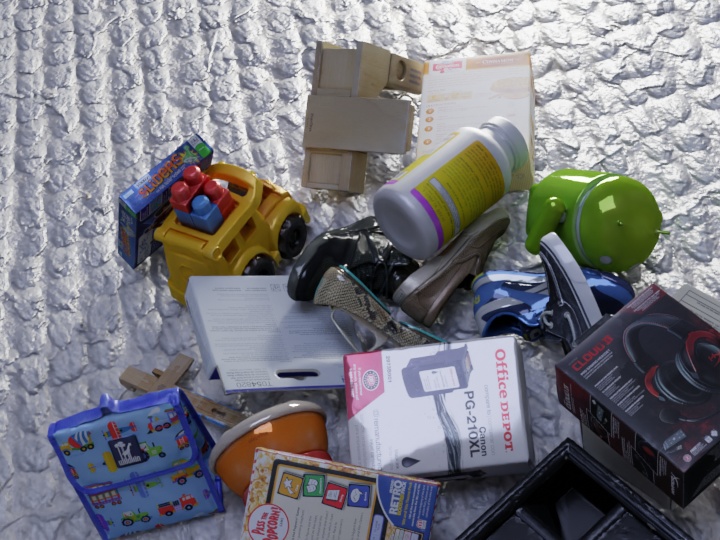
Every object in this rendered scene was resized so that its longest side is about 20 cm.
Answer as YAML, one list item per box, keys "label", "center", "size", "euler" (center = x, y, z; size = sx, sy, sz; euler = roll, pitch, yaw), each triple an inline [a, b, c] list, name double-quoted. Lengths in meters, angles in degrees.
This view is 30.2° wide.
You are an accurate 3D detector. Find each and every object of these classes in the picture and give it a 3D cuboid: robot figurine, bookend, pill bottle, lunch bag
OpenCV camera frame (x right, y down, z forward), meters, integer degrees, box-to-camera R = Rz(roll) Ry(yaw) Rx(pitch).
- label: "robot figurine"
  center: [0.280, -0.061, 1.608]
  size: [0.174, 0.117, 0.199]
  euler: [5, 5, -30]
- label: "bookend"
  center: [0.215, 0.310, 1.349]
  size: [0.199, 0.093, 0.198]
  euler: [-38, 51, -17]
- label: "pill bottle"
  center: [0.117, -0.108, 1.654]
  size: [0.199, 0.105, 0.104]
  euler: [-38, 51, -24]
- label: "lunch bag"
  center: [-0.252, 0.200, 1.498]
  size: [0.149, 0.201, 0.095]
  euler: [-14, 47, 3]

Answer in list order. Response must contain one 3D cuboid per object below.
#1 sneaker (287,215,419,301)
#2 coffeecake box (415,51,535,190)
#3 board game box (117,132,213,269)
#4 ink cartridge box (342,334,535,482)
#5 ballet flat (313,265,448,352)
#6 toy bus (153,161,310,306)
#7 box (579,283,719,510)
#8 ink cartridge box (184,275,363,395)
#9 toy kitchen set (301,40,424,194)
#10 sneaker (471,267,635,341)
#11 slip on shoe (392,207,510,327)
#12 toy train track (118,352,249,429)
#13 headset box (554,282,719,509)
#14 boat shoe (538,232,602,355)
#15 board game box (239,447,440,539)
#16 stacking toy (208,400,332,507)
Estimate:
- label: "sneaker"
  center: [0.000, 0.000, 1.659]
  size: [0.114, 0.077, 0.199]
  euler: [31, 33, 27]
- label: "coffeecake box"
  center: [0.161, -0.202, 1.823]
  size: [0.152, 0.073, 0.201]
  euler: [-4, 49, 12]
- label: "board game box"
  center: [-0.260, -0.088, 1.761]
  size: [0.034, 0.200, 0.135]
  euler: [44, 68, 7]
- label: "ink cartridge box"
  center: [0.088, 0.159, 1.490]
  size: [0.198, 0.084, 0.146]
  euler: [-8, 73, 8]
- label: "ballet flat"
  center: [0.029, 0.076, 1.593]
  size: [0.199, 0.068, 0.076]
  euler: [35, 83, -4]
- label: "toy bus"
  center: [-0.173, -0.070, 1.721]
  size: [0.135, 0.193, 0.201]
  euler: [17, 54, 29]
- label: "box"
  center: [0.348, 0.136, 1.453]
  size: [0.127, 0.109, 0.200]
  euler: [33, 65, 33]
- label: "ink cartridge box"
  center: [-0.098, 0.085, 1.611]
  size: [0.197, 0.041, 0.201]
  euler: [0, 41, -22]
- label: "toy kitchen set"
  center: [0.039, -0.202, 1.850]
  size: [0.162, 0.180, 0.202]
  euler: [7, 91, 32]
- label: "sneaker"
  center: [0.229, 0.047, 1.593]
  size: [0.198, 0.074, 0.083]
  euler: [-4, 54, 19]
- label: "slip on shoe"
  center: [0.126, -0.003, 1.660]
  size: [0.061, 0.076, 0.199]
  euler: [45, 56, 13]
- label: "toy train track"
  center: [-0.207, 0.168, 1.633]
  size: [0.198, 0.033, 0.115]
  euler: [20, 50, 22]
- label: "headset box"
  center: [0.304, 0.118, 1.355]
  size: [0.148, 0.075, 0.200]
  euler: [-36, 52, -16]
- label: "boat shoe"
  center: [0.237, 0.058, 1.522]
  size: [0.067, 0.202, 0.072]
  euler: [-23, 5, 0]
- label: "board game box"
  center: [-0.026, 0.278, 1.394]
  size: [0.198, 0.046, 0.153]
  euler: [11, 85, 5]
- label: "stacking toy"
  center: [-0.070, 0.260, 1.471]
  size: [0.145, 0.146, 0.201]
  euler: [-24, 65, -7]
